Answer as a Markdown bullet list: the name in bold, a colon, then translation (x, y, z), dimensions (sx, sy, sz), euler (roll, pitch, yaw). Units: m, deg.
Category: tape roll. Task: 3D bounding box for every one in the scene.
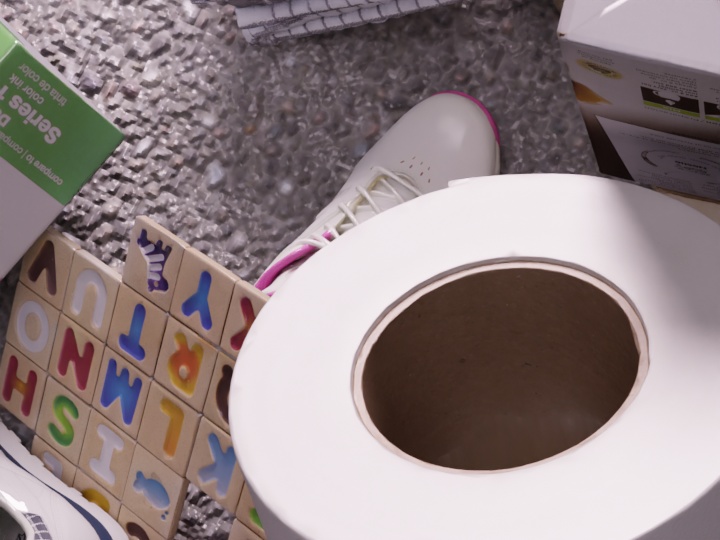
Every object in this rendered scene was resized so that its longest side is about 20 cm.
- **tape roll**: translation (0.063, 0.080, 0.687), dimensions (0.201, 0.140, 0.203), euler (-10, 40, 8)

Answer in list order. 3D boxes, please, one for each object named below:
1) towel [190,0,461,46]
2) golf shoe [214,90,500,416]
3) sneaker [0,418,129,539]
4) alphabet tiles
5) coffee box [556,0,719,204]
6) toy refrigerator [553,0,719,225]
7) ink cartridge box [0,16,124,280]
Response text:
- **towel**: translation (-0.005, -0.206, 0.844), dimensions (0.199, 0.085, 0.167), euler (-5, 77, 42)
- **golf shoe**: translation (0.000, 0.000, 0.843), dimensions (0.075, 0.092, 0.201), euler (30, 85, 16)
- **sneaker**: translation (-0.199, 0.103, 0.855), dimensions (0.199, 0.080, 0.077), euler (22, 92, 30)
- **alphabet tiles**: translation (-0.097, 0.064, 0.831), dimensions (0.200, 0.008, 0.168), euler (32, 117, 32)
- **coffee box**: translation (0.134, -0.103, 0.700), dimensions (0.079, 0.200, 0.115), euler (14, 82, 14)
- **toy refrigerator**: translation (0.140, -0.107, 0.843), dimensions (0.070, 0.076, 0.201), euler (-26, 75, 5)
- **ink cartridge box**: translation (-0.231, -0.039, 0.871), dimensions (0.200, 0.084, 0.145), euler (-49, 45, -1)
